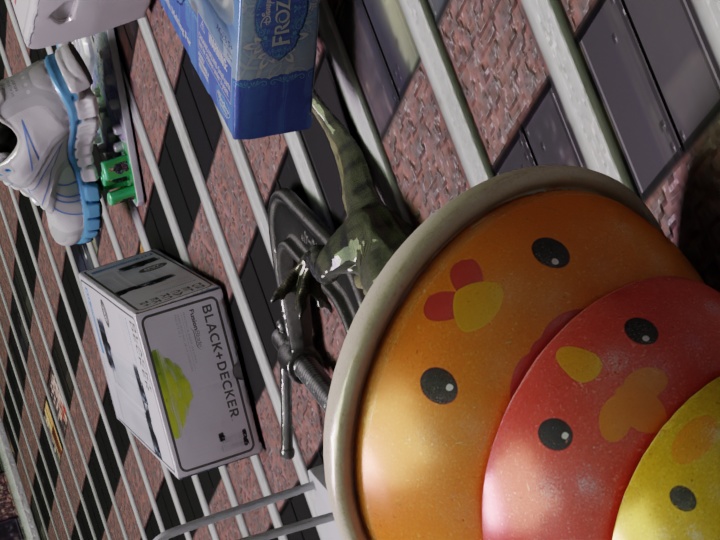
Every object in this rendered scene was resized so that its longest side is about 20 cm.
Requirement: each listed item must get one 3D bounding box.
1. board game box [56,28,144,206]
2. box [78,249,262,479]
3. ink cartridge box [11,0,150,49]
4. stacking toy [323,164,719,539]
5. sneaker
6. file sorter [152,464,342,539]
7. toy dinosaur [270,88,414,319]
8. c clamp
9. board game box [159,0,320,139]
[{"bbox_3d":[-0.210,-0.171,1.625,0.200,0.026,0.201,-128,26,-54],"label":"board game box"},{"bbox_3d":[-0.131,0.058,1.518,0.200,0.060,0.117,-155,50,-70],"label":"box"},{"bbox_3d":[-0.185,-0.251,1.340,0.146,0.084,0.201,138,116,-74],"label":"ink cartridge box"},{"bbox_3d":[0.099,0.062,0.640,0.200,0.146,0.147,24,132,46],"label":"stacking toy"},{"bbox_3d":[-0.231,-0.081,1.588,0.200,0.086,0.075,94,153,-55],"label":"sneaker"},{"bbox_3d":[-0.028,0.215,1.193,0.200,0.124,0.140,-141,37,-65],"label":"file sorter"},{"bbox_3d":[0.000,0.000,1.015,0.200,0.047,0.088,-117,35,-42],"label":"toy dinosaur"},{"bbox_3d":[-0.015,0.046,1.165,0.200,0.027,0.172,-141,42,-67],"label":"c clamp"},{"bbox_3d":[-0.069,-0.198,1.021,0.200,0.043,0.200,-120,27,-43],"label":"board game box"}]
